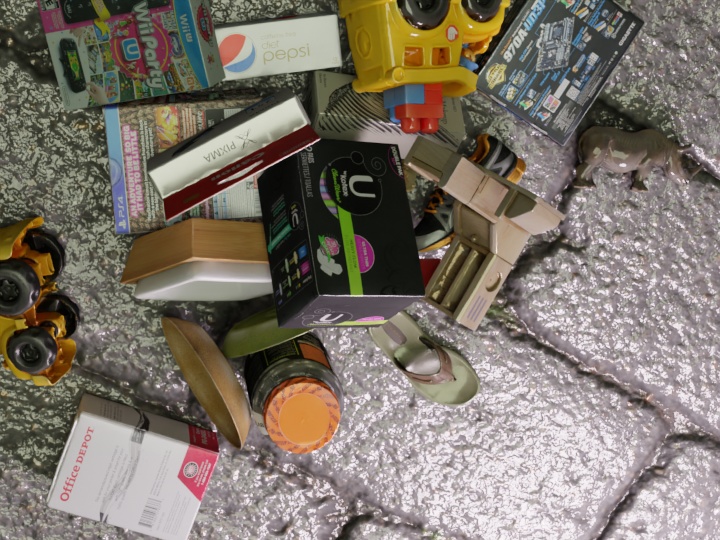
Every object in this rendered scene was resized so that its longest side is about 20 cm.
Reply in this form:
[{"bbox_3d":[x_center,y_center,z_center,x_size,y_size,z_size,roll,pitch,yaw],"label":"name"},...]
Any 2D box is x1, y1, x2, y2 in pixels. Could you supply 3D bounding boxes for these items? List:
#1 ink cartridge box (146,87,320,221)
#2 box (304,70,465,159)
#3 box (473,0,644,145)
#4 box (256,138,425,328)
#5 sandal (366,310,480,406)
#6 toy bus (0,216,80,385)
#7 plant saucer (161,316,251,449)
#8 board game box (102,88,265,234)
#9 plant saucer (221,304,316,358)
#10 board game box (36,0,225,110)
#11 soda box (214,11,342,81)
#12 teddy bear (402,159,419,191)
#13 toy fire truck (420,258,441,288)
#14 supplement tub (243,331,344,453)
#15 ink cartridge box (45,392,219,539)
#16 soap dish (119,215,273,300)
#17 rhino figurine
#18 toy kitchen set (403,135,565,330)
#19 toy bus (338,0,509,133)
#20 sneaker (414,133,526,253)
[{"bbox_3d":[-0.152,-0.141,1.387,0.199,0.176,0.045,-28,108,-2],"label":"ink cartridge box"},{"bbox_3d":[0.030,-0.197,1.541,0.199,0.083,0.069,4,143,-16],"label":"box"},{"bbox_3d":[0.259,-0.292,1.590,0.158,0.046,0.201,30,99,-17],"label":"box"},{"bbox_3d":[-0.026,-0.042,1.442,0.148,0.124,0.201,0,69,-29],"label":"box"},{"bbox_3d":[0.086,0.127,1.671,0.201,0.057,0.080,39,96,-18],"label":"sandal"},{"bbox_3d":[-0.474,0.049,1.519,0.191,0.136,0.201,-9,110,6],"label":"toy bus"},{"bbox_3d":[-0.195,0.140,1.558,0.035,0.200,0.201,-31,109,-17],"label":"plant saucer"},{"bbox_3d":[-0.221,-0.142,1.519,0.198,0.097,0.161,-4,106,-9],"label":"board game box"},{"bbox_3d":[-0.094,0.061,1.550,0.199,0.200,0.031,-22,96,-4],"label":"plant saucer"},{"bbox_3d":[-0.278,-0.285,1.447,0.199,0.064,0.149,-7,107,16],"label":"board game box"},{"bbox_3d":[-0.127,-0.283,1.514,0.198,0.064,0.069,-8,107,-7],"label":"soda box"},{"bbox_3d":[-0.017,-0.119,1.587,0.199,0.067,0.146,-4,111,-16],"label":"teddy bear"},{"bbox_3d":[0.000,0.000,1.599,0.199,0.141,0.049,-2,74,25],"label":"toy fire truck"},{"bbox_3d":[-0.088,0.157,1.573,0.122,0.200,0.123,-3,106,-9],"label":"supplement tub"},{"bbox_3d":[-0.311,0.270,1.626,0.199,0.083,0.146,20,102,-14],"label":"ink cartridge box"},{"bbox_3d":[-0.179,-0.013,1.504,0.199,0.157,0.082,3,77,-44],"label":"soap dish"},{"bbox_3d":[0.386,-0.152,1.646,0.198,0.060,0.088,2,95,-14],"label":"rhino figurine"},{"bbox_3d":[0.137,-0.029,1.461,0.200,0.163,0.181,28,93,-48],"label":"toy kitchen set"},{"bbox_3d":[0.087,-0.267,1.476,0.199,0.135,0.194,-8,92,-30],"label":"toy bus"},{"bbox_3d":[0.130,-0.102,1.609,0.200,0.078,0.077,-44,109,-7],"label":"sneaker"}]
